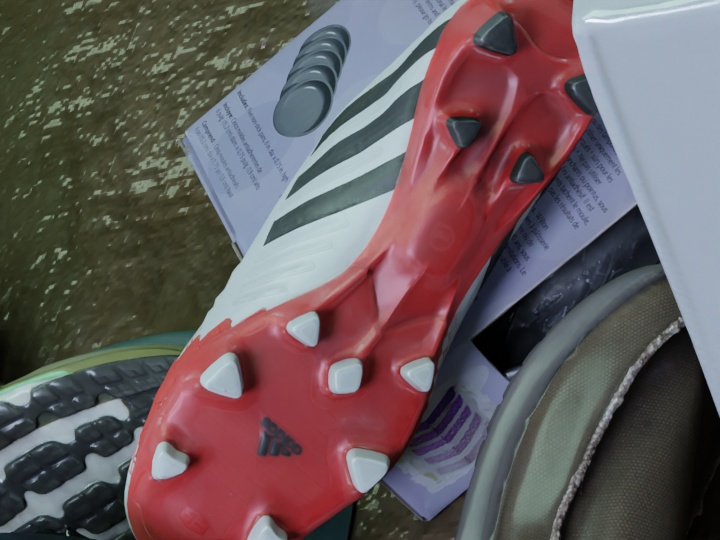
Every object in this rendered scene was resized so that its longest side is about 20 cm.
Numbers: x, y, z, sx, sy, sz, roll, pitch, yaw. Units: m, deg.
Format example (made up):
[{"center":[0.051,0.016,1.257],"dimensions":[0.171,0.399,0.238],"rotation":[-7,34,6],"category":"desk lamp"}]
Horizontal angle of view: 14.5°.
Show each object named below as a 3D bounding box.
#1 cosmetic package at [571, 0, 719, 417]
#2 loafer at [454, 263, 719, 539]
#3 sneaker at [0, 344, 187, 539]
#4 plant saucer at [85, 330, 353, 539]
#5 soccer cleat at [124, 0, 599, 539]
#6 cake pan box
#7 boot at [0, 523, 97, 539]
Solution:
[{"center":[0.166,-0.078,0.690],"dimensions":[0.199,0.165,0.165],"rotation":[-9,48,16],"category":"cosmetic package"},{"center":[0.062,0.093,0.752],"dimensions":[0.071,0.073,0.201],"rotation":[15,72,39],"category":"loafer"},{"center":[-0.118,0.060,0.886],"dimensions":[0.199,0.077,0.089],"rotation":[-26,29,24],"category":"sneaker"},{"center":[-0.093,0.094,0.915],"dimensions":[0.199,0.036,0.201],"rotation":[-25,41,24],"category":"plant saucer"},{"center":[0.000,0.000,0.820],"dimensions":[0.200,0.068,0.085],"rotation":[-56,14,3],"category":"soccer cleat"},{"center":[0.048,-0.041,0.899],"dimensions":[0.184,0.052,0.200],"rotation":[-42,37,7],"category":"cake pan box"},{"center":[-0.059,0.119,0.710],"dimensions":[0.199,0.077,0.168],"rotation":[-22,34,4],"category":"boot"}]
